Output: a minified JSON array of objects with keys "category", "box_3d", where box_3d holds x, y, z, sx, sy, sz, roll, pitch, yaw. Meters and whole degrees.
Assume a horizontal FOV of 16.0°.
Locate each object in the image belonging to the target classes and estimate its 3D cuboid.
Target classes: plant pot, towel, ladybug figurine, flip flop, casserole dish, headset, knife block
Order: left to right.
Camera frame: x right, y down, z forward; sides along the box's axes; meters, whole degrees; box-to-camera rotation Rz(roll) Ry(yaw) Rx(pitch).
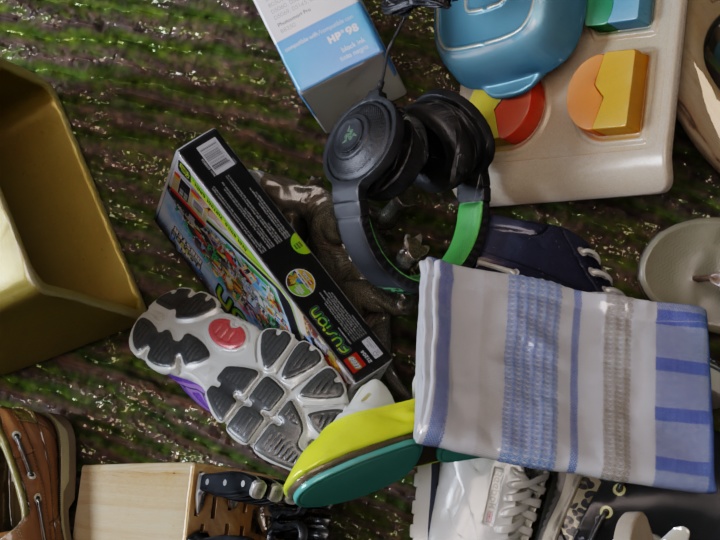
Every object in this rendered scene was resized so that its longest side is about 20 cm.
[{"category":"plant pot","box_3d":[-0.297,-0.018,1.758,0.200,0.195,0.195,-27,76,13]},{"category":"knife block","box_3d":[-0.111,0.160,1.691,0.199,0.176,0.064,5,79,11]},{"category":"headset","box_3d":[0.040,-0.085,1.678,0.094,0.123,0.201,-5,93,46]},{"category":"casserole dish","box_3d":[0.098,-0.216,1.746,0.121,0.039,0.201,-11,67,41]},{"category":"towel","box_3d":[0.130,0.065,1.633,0.199,0.024,0.147,11,51,-8]},{"category":"ladybug figurine","box_3d":[0.270,-0.123,1.724,0.136,0.072,0.200,-26,76,-11]},{"category":"flip flop","box_3d":[0.282,0.018,1.709,0.200,0.058,0.081,23,84,13]}]

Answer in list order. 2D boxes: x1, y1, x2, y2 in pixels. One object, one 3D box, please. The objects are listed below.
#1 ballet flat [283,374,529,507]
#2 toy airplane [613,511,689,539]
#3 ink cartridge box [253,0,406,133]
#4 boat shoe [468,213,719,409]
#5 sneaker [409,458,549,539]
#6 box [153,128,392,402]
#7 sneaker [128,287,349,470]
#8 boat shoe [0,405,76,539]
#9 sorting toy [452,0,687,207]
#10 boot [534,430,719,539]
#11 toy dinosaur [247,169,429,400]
[{"category":"ballet flat","box_3d":[0.034,0.097,1.637,0.200,0.067,0.067,-14,62,-21]},{"category":"toy airplane","box_3d":[0.198,0.266,1.614,0.141,0.199,0.200,11,81,50]},{"category":"ink cartridge box","box_3d":[-0.046,-0.207,1.779,0.067,0.116,0.200,-27,76,4]},{"category":"boat shoe","box_3d":[0.158,0.025,1.725,0.200,0.075,0.093,17,69,3]},{"category":"sneaker","box_3d":[0.084,0.156,1.698,0.080,0.076,0.201,-9,79,31]},{"category":"box","box_3d":[-0.061,0.011,1.739,0.035,0.110,0.200,-32,76,-25]},{"category":"sneaker","box_3d":[-0.068,0.078,1.725,0.081,0.083,0.200,-49,49,-7]},{"category":"boat shoe","box_3d":[-0.235,0.192,1.751,0.072,0.068,0.201,-21,68,35]},{"category":"sorting toy","box_3d":[0.137,-0.148,1.733,0.185,0.036,0.201,-3,79,42]},{"category":"boot","box_3d":[0.192,0.186,1.687,0.153,0.073,0.204,16,89,6]},{"category":"toy dinosaur","box_3d":[0.000,0.000,1.753,0.077,0.102,0.200,-26,83,-34]}]
